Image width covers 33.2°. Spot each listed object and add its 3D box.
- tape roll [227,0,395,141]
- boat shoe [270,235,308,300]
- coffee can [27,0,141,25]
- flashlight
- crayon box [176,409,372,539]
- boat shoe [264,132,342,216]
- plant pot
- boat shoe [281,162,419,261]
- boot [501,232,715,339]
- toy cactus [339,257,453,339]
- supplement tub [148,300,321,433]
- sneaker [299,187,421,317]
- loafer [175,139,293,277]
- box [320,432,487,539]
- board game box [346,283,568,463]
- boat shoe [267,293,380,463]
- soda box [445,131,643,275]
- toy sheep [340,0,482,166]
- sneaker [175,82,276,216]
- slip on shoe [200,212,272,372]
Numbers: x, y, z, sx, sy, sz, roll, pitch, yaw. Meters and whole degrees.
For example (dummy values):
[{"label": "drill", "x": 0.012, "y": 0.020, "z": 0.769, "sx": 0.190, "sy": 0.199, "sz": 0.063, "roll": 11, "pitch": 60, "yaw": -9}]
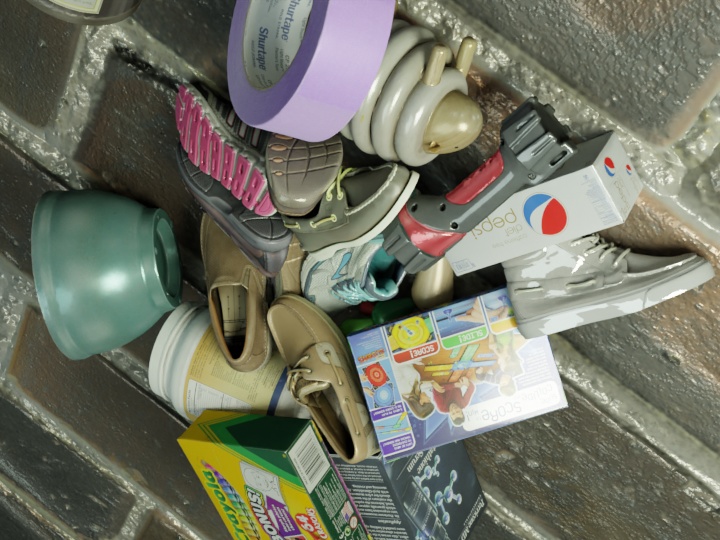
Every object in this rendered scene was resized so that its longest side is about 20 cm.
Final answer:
[{"label": "tape roll", "x": -0.048, "y": -0.221, "z": 1.075, "sx": 0.065, "sy": 0.203, "sz": 0.200, "roll": 11, "pitch": 147, "yaw": -31}, {"label": "boat shoe", "x": -0.070, "y": -0.017, "z": 1.338, "sx": 0.065, "sy": 0.071, "sz": 0.202, "roll": 48, "pitch": 143, "yaw": 43}, {"label": "coffee can", "x": -0.247, "y": -0.355, "z": 1.136, "sx": 0.146, "sy": 0.147, "sz": 0.201, "roll": 38, "pitch": 136, "yaw": 2}, {"label": "flashlight", "x": 0.102, "y": -0.078, "z": 1.102, "sx": 0.067, "sy": 0.069, "sz": 0.200, "roll": 24, "pitch": 129, "yaw": -32}, {"label": "crayon box", "x": -0.093, "y": 0.255, "z": 1.361, "sx": 0.171, "sy": 0.058, "sz": 0.202, "roll": -1, "pitch": 124, "yaw": 39}, {"label": "boat shoe", "x": -0.056, "y": -0.108, "z": 1.165, "sx": 0.073, "sy": 0.201, "sz": 0.074, "roll": 12, "pitch": 127, "yaw": -4}, {"label": "plant pot", "x": -0.287, "y": -0.004, "z": 1.424, "sx": 0.132, "sy": 0.201, "sz": 0.203, "roll": -8, "pitch": 123, "yaw": 6}, {"label": "boat shoe", "x": -0.014, "y": -0.063, "z": 1.161, "sx": 0.060, "sy": 0.073, "sz": 0.201, "roll": 40, "pitch": 152, "yaw": -14}, {"label": "boot", "x": 0.227, "y": -0.006, "z": 1.147, "sx": 0.198, "sy": 0.073, "sz": 0.097, "roll": -18, "pitch": 92, "yaw": 24}, {"label": "toy cactus", "x": 0.078, "y": 0.056, "z": 1.296, "sx": 0.197, "sy": 0.102, "sz": 0.168, "roll": 18, "pitch": 113, "yaw": 25}, {"label": "supplement tub", "x": -0.138, "y": 0.127, "z": 1.439, "sx": 0.198, "sy": 0.145, "sz": 0.146, "roll": 21, "pitch": 133, "yaw": 19}, {"label": "sneaker", "x": 0.000, "y": 0.000, "z": 1.261, "sx": 0.077, "sy": 0.087, "sz": 0.200, "roll": 10, "pitch": 139, "yaw": -30}, {"label": "loafer", "x": -0.143, "y": -0.069, "z": 1.302, "sx": 0.200, "sy": 0.071, "sz": 0.064, "roll": 47, "pitch": 142, "yaw": 34}, {"label": "box", "x": 0.047, "y": 0.245, "z": 1.404, "sx": 0.106, "sy": 0.149, "sz": 0.202, "roll": -3, "pitch": 122, "yaw": 35}, {"label": "board game box", "x": 0.098, "y": 0.102, "z": 1.232, "sx": 0.197, "sy": 0.034, "sz": 0.138, "roll": -16, "pitch": 93, "yaw": 2}, {"label": "boat shoe", "x": -0.043, "y": 0.112, "z": 1.282, "sx": 0.201, "sy": 0.064, "sz": 0.071, "roll": 52, "pitch": 129, "yaw": 15}, {"label": "soda box", "x": 0.163, "y": -0.061, "z": 1.147, "sx": 0.198, "sy": 0.068, "sz": 0.064, "roll": -18, "pitch": 112, "yaw": 41}, {"label": "toy sheep", "x": 0.029, "y": -0.171, "z": 1.114, "sx": 0.199, "sy": 0.137, "sz": 0.139, "roll": 34, "pitch": 137, "yaw": 27}, {"label": "sneaker", "x": -0.121, "y": -0.135, "z": 1.279, "sx": 0.200, "sy": 0.087, "sz": 0.074, "roll": 43, "pitch": 137, "yaw": 31}, {"label": "slip on shoe", "x": -0.144, "y": 0.013, "z": 1.349, "sx": 0.075, "sy": 0.061, "sz": 0.204, "roll": -9, "pitch": 81, "yaw": 15}]
